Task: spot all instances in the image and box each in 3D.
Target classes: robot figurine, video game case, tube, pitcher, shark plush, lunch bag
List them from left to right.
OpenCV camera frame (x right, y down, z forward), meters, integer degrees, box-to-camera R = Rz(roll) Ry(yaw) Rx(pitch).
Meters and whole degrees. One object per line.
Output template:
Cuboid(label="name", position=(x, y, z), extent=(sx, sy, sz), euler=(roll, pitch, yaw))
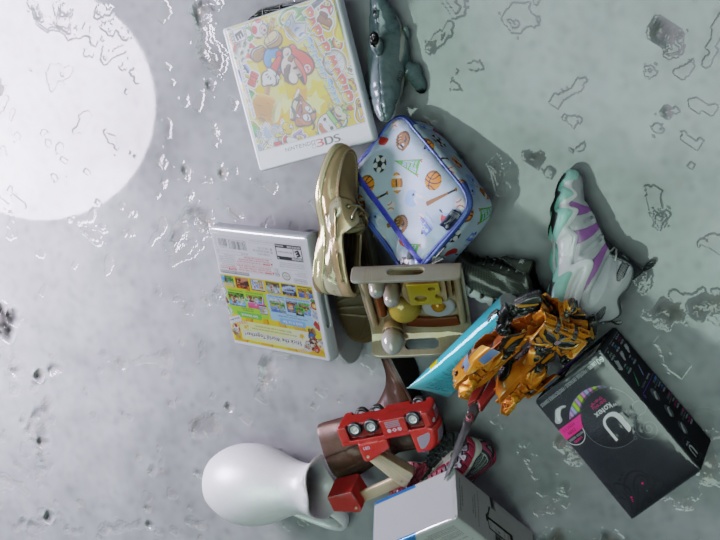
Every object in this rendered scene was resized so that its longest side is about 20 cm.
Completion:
Cuboid(label="video game case", position=(-0.123, 0.028, 1.784), extent=(0.198, 0.023, 0.185), euler=(7, 115, 41))
Cuboid(label="pitcher", position=(-0.125, 0.337, 1.892), extent=(0.197, 0.122, 0.172), euler=(-1, 138, 29))
Cuboid(label="video game case", position=(-0.082, -0.253, 1.704), extent=(0.180, 0.023, 0.203), euler=(-12, 96, 25))
Cuboid(label="shark plush", position=(0.038, -0.302, 1.664), extent=(0.090, 0.083, 0.203), euler=(10, 108, 20))
Cuboid(label="lunch bag", position=(0.073, -0.092, 1.676), extent=(0.160, 0.075, 0.201), euler=(-47, 59, 23))
Cuboid(label="tube", position=(0.148, 0.110, 1.688), extent=(0.077, 0.051, 0.200), euler=(18, 132, -30))
Cuboid(label="robot figurine", position=(0.213, 0.104, 1.606), extent=(0.143, 0.059, 0.200), euler=(21, 134, -24))

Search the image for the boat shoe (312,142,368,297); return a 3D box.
Cuboid(label="boat shoe", position=(-0.018, -0.067, 1.674), extent=(0.064, 0.071, 0.203), euler=(8, 99, 33))

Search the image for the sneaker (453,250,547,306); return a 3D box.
Cuboid(label="sneaker", position=(0.191, 0.009, 1.694), extent=(0.199, 0.066, 0.091), euler=(37, 112, 6))

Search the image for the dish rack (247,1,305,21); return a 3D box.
Cuboid(label="dish rack", position=(-0.083, -0.268, 1.743), extent=(0.151, 0.054, 0.203), euler=(-1, 101, 22))

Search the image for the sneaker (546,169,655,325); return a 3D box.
Cuboid(label="sneaker", position=(0.314, -0.027, 1.633), extent=(0.138, 0.078, 0.203), euler=(3, 91, 0))

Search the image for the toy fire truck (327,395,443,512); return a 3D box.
Cuboid(label="toy fire truck", position=(0.034, 0.261, 1.781), extent=(0.197, 0.049, 0.143), euler=(-13, 111, 22))

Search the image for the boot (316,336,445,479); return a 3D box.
Cuboid(label="boot", position=(0.002, 0.200, 1.828), extent=(0.198, 0.064, 0.188), euler=(-24, 93, 29))

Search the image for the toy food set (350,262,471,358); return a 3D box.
Cuboid(label="toy food set", position=(0.071, 0.058, 1.667), extent=(0.141, 0.201, 0.061), euler=(-3, 59, 8))

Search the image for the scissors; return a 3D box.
Cuboid(label="scissors", position=(0.151, 0.188, 1.720), extent=(0.073, 0.014, 0.201), euler=(31, 81, 37))

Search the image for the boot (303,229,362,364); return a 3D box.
Cuboid(label="boot", position=(-0.069, 0.042, 1.818), extent=(0.095, 0.073, 0.203), euler=(-12, 99, 41))

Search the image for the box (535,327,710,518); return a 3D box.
Cuboid(label="box", position=(0.345, 0.199, 1.653), extent=(0.122, 0.106, 0.200), euler=(-43, 86, 27))

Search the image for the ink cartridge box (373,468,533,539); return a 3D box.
Cuboid(label="ink cartridge box", position=(0.132, 0.378, 1.751), extent=(0.145, 0.085, 0.200), euler=(-28, 129, 26))

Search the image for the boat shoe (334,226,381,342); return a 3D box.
Cuboid(label="boat shoe", position=(0.000, 0.000, 1.772), extent=(0.071, 0.065, 0.203), euler=(-4, 106, 19))

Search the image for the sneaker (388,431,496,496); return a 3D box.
Cuboid(label="sneaker", position=(0.112, 0.303, 1.802), extent=(0.200, 0.074, 0.082), euler=(-40, 48, 37))
